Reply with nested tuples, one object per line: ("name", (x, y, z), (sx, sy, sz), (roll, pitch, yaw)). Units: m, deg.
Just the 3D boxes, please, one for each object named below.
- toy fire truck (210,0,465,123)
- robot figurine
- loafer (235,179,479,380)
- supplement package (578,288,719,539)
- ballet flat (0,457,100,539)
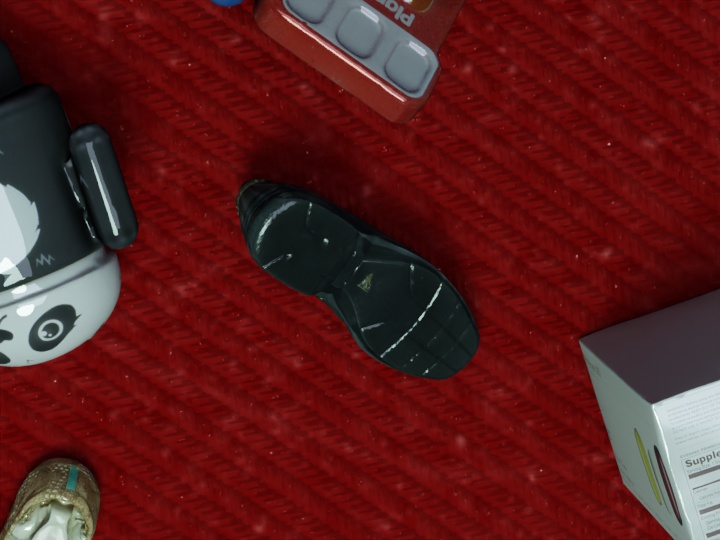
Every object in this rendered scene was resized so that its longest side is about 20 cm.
("toy fire truck", (-0.020, -0.201, 1.361), (0.200, 0.112, 0.168), (34, 52, -11))
("robot figurine", (-0.226, -0.039, 1.393), (0.124, 0.150, 0.201), (-25, 102, -27))
("loafer", (0.000, 0.000, 1.457), (0.073, 0.072, 0.200), (-46, 123, 5))
("supplement package", (0.246, 0.088, 1.436), (0.155, 0.200, 0.111), (-19, 101, -4))
("ballet flat", (-0.225, 0.220, 1.466), (0.070, 0.065, 0.201), (17, 97, -10))
